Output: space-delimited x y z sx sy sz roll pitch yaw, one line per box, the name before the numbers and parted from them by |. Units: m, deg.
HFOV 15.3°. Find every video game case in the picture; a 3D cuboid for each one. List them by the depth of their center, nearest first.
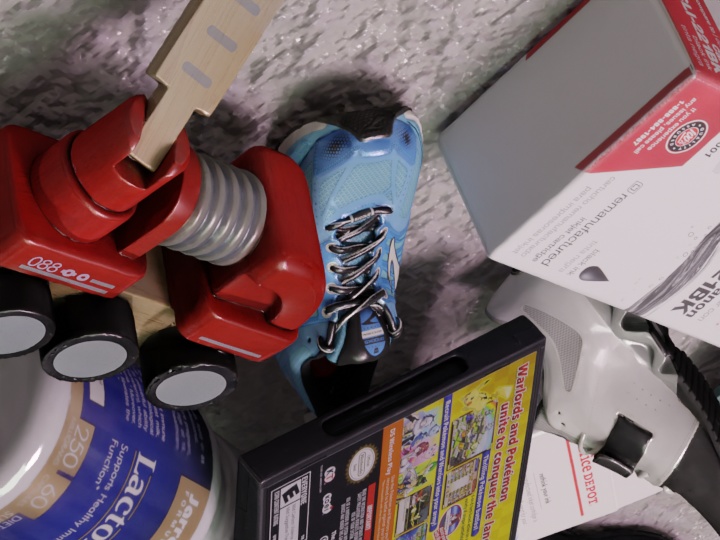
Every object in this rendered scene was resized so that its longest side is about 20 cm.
video game case | 0.012 0.132 1.412 0.180 0.026 0.201 -25 142 -26

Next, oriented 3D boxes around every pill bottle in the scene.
pill bottle | -0.142 0.097 1.349 0.115 0.116 0.200 -33 145 17

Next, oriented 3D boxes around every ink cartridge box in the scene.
ink cartridge box | 0.162 -0.054 1.345 0.199 0.084 0.144 19 128 -44
ink cartridge box | 0.078 0.102 1.528 0.199 0.068 0.117 -19 145 -2

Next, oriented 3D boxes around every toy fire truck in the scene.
toy fire truck | -0.075 -0.047 1.217 0.199 0.129 0.175 -32 145 33

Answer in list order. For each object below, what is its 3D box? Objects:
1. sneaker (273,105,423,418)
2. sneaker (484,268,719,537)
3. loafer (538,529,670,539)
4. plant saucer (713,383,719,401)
sneaker | 0.000 0.000 1.326 0.078 0.090 0.201 -10 142 -16
sneaker | 0.142 0.076 1.439 0.088 0.201 0.074 -34 -178 13
loafer | 0.149 0.203 1.700 0.200 0.071 0.068 15 133 -41
plant saucer | 0.295 0.083 1.603 0.198 0.036 0.200 2 153 1
